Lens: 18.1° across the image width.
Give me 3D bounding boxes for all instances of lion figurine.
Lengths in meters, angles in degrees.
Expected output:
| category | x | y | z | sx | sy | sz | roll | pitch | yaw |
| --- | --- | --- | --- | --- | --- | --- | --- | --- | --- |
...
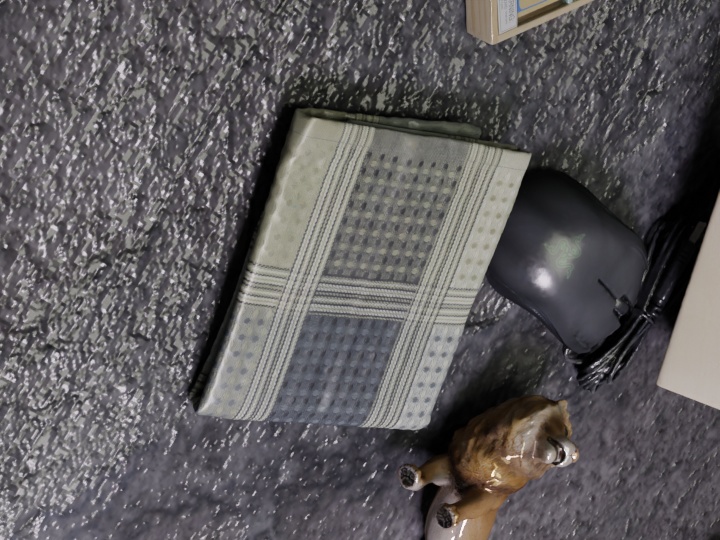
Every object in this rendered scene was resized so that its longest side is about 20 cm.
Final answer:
| category | x | y | z | sx | sy | sz | roll | pitch | yaw |
| --- | --- | --- | --- | --- | --- | --- | --- | --- | --- |
| lion figurine | 0.065 | 0.170 | 1.487 | 0.122 | 0.072 | 0.201 | -16 | 140 | -51 |

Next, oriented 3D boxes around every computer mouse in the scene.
| category | x | y | z | sx | sy | sz | roll | pitch | yaw |
| --- | --- | --- | --- | --- | --- | --- | --- | --- | --- |
| computer mouse | 0.153 | 0.002 | 1.466 | 0.200 | 0.053 | 0.139 | 31 | 93 | -48 |

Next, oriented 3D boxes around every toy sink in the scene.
| category | x | y | z | sx | sy | sz | roll | pitch | yaw |
| --- | --- | --- | --- | --- | --- | --- | --- | --- | --- |
| toy sink | 0.296 | -0.004 | 1.517 | 0.112 | 0.129 | 0.202 | -37 | 145 | -65 |

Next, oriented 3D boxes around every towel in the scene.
| category | x | y | z | sx | sy | sz | roll | pitch | yaw |
| --- | --- | --- | --- | --- | --- | --- | --- | --- | --- |
| towel | 0.000 | 0.000 | 1.345 | 0.192 | 0.034 | 0.201 | 7 | 112 | -42 |

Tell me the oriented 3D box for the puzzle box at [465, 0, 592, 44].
| category | x | y | z | sx | sy | sz | roll | pitch | yaw |
| --- | --- | --- | --- | --- | --- | --- | --- | --- | --- |
| puzzle box | 0.115 | -0.242 | 1.302 | 0.132 | 0.025 | 0.201 | -27 | 130 | -30 |
